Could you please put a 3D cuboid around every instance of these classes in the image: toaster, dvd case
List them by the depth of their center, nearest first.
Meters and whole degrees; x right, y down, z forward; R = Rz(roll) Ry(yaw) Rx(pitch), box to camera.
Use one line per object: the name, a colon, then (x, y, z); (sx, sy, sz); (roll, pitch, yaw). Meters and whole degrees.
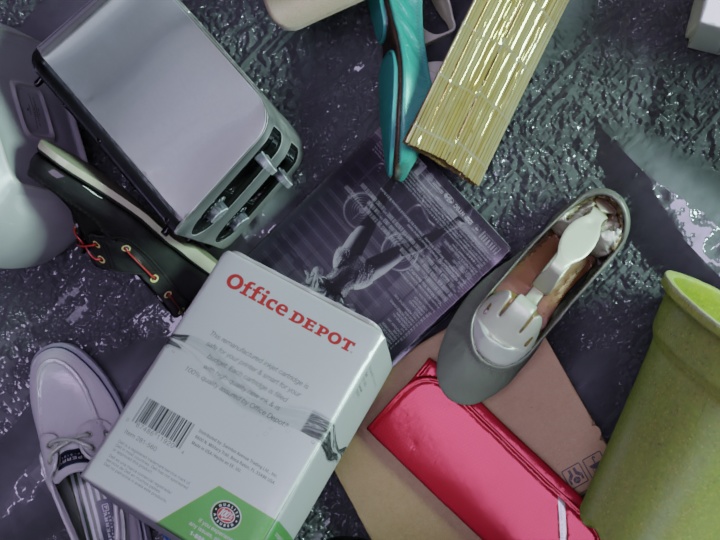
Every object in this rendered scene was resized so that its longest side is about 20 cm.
toaster: (-0.143, -0.123, 0.976); (0.119, 0.181, 0.200); (-42, 83, 2)
dvd case: (0.000, 0.000, 1.019); (0.200, 0.016, 0.149); (-43, 74, 4)

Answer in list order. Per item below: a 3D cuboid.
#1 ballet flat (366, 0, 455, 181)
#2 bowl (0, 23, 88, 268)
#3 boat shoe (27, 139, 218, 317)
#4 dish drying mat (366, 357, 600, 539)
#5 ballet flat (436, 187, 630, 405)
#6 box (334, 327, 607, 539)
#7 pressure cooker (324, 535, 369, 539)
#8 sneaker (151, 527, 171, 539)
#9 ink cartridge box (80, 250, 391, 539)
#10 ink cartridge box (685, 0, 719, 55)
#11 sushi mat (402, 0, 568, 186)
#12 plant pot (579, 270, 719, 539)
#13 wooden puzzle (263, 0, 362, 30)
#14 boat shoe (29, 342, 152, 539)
ballet flat: (0.043, -0.172, 0.999); (0.070, 0.067, 0.203); (-6, 82, -9)
bowl: (-0.277, -0.107, 0.979); (0.074, 0.200, 0.202); (-18, 84, 15)
boat shoe: (-0.181, -0.027, 0.974); (0.063, 0.201, 0.074); (-48, 49, -1)
dish drying mat: (0.101, 0.162, 0.984); (0.200, 0.018, 0.077); (43, 95, 7)
ballet flat: (0.128, 0.015, 0.965); (0.067, 0.064, 0.200); (41, 82, 4)
box: (0.078, 0.132, 1.009); (0.199, 0.021, 0.165); (-30, 84, 7)
pressure cooker: (0.015, 0.291, 0.921); (0.174, 0.179, 0.202); (-6, 99, 13)
sneaker: (-0.127, 0.208, 1.019); (0.088, 0.079, 0.202); (8, 81, 16)
ink cartridge box: (-0.085, 0.109, 0.949); (0.145, 0.084, 0.201); (27, 73, 17)
ink cartridge box: (0.357, -0.219, 0.948); (0.198, 0.083, 0.148); (15, 91, 8)
sushi mat: (0.105, -0.170, 0.982); (0.012, 0.095, 0.202); (25, 88, 47)
plant pot: (0.255, 0.132, 0.912); (0.199, 0.200, 0.185); (31, 104, 8)
wooden puzzle: (-0.010, -0.301, 0.992); (0.184, 0.046, 0.202); (-22, 59, 7)
boat shoe: (-0.218, 0.152, 1.031); (0.073, 0.067, 0.202); (-25, 84, 7)
